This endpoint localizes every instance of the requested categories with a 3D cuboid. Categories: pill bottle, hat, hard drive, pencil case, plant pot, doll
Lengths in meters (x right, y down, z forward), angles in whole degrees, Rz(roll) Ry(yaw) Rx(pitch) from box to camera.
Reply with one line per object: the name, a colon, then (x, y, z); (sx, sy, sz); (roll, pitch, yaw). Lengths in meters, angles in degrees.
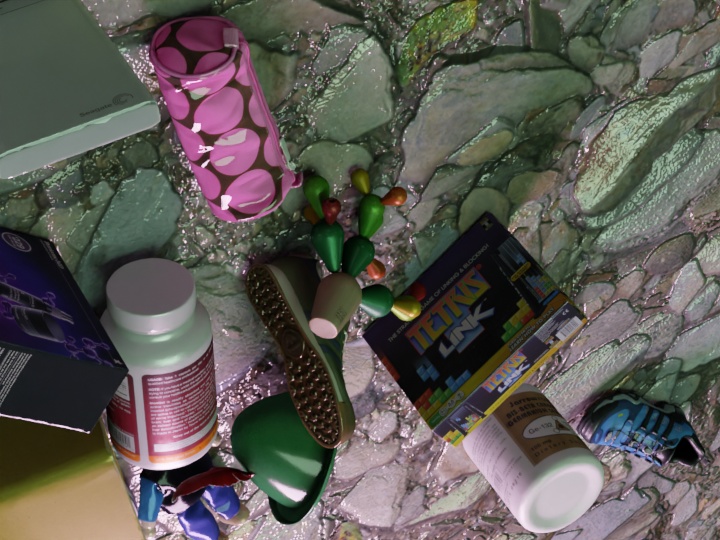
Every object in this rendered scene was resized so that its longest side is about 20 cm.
pill bottle: (-0.199, 0.091, 1.658); (0.113, 0.113, 0.200); (-18, 134, -21)
hat: (-0.131, 0.171, 1.752); (0.175, 0.200, 0.166); (14, 78, -23)
pill bottle: (0.182, 0.196, 1.944); (0.114, 0.200, 0.115); (-18, 134, -20)
hard drive: (-0.258, -0.156, 1.343); (0.132, 0.200, 0.027); (-22, 135, -17)
pencil case: (-0.121, -0.139, 1.538); (0.093, 0.091, 0.200); (-4, 140, 15)
plant pot: (-0.332, 0.204, 1.618); (0.199, 0.196, 0.195); (-20, 135, -9)
doll: (-0.193, 0.235, 1.825); (0.137, 0.048, 0.200); (-52, 138, -19)

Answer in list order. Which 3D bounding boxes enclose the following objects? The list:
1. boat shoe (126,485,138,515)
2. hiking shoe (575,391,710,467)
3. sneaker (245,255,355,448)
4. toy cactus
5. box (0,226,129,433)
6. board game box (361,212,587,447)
boat shoe: (-0.271, 0.322, 1.821); (0.074, 0.086, 0.202); (-4, 129, -23)
hiking shoe: (0.366, 0.209, 2.165); (0.199, 0.087, 0.075); (5, 122, -37)
sneaker: (-0.037, 0.074, 1.718); (0.090, 0.201, 0.067); (-20, 173, -45)
toy cactus: (0.000, 0.000, 1.695); (0.200, 0.102, 0.165); (61, 40, -37)
box: (-0.310, 0.042, 1.476); (0.141, 0.200, 0.079); (20, 112, -44)
board game box: (0.120, 0.062, 1.813); (0.200, 0.165, 0.057); (-45, 139, 6)
